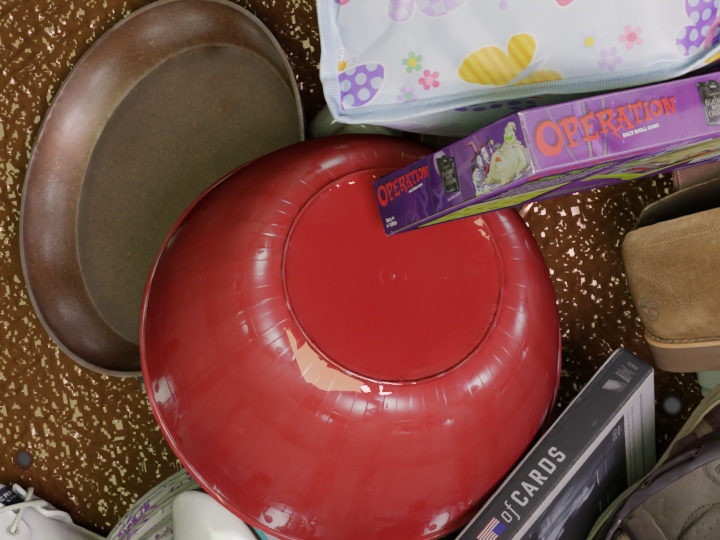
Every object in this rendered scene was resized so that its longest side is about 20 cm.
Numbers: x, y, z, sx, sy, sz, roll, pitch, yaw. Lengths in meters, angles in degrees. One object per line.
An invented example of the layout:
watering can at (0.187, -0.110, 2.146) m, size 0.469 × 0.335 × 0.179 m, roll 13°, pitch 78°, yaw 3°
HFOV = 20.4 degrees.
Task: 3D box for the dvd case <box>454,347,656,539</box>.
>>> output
dvd case at (0.072, 0.145, 0.949) m, size 0.025 × 0.150 × 0.200 m, roll 34°, pitch 71°, yaw 24°

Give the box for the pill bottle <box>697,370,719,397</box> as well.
pill bottle at (0.216, 0.124, 0.967) m, size 0.111 × 0.111 × 0.201 m, roll -7°, pitch 98°, yaw 18°

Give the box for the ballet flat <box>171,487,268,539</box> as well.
ballet flat at (-0.049, 0.195, 0.941) m, size 0.069 × 0.070 × 0.200 m, roll -13°, pitch 120°, yaw 19°

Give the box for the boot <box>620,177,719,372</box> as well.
boot at (0.203, -0.007, 0.878) m, size 0.200 × 0.074 × 0.076 m, roll -11°, pitch 112°, yaw 37°

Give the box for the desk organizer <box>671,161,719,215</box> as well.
desk organizer at (0.244, -0.076, 0.934) m, size 0.199 × 0.072 × 0.077 m, roll -8°, pitch 87°, yaw 18°

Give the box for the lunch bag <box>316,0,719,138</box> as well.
lunch bag at (0.094, -0.124, 0.855) m, size 0.199 × 0.170 × 0.128 m, roll -4°, pitch 92°, yaw 15°

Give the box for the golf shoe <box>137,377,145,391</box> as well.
golf shoe at (-0.026, 0.032, 1.043) m, size 0.199 × 0.077 × 0.088 m, roll 9°, pitch 96°, yaw 15°

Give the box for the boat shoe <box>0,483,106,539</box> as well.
boat shoe at (-0.203, 0.152, 1.117) m, size 0.199 × 0.074 × 0.067 m, roll 3°, pitch 104°, yaw 17°

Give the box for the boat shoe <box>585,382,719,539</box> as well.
boat shoe at (0.138, 0.131, 0.913) m, size 0.072 × 0.065 × 0.200 m, roll 39°, pitch 125°, yaw 12°

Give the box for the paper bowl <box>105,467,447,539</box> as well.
paper bowl at (-0.045, 0.182, 1.036) m, size 0.200 × 0.104 × 0.201 m, roll -4°, pitch 113°, yaw -10°

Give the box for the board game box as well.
board game box at (0.118, -0.056, 0.821) m, size 0.120 × 0.199 × 0.032 m, roll -14°, pitch 90°, yaw 61°

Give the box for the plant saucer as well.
plant saucer at (-0.096, -0.042, 1.031) m, size 0.200 × 0.034 × 0.201 m, roll -12°, pitch 72°, yaw 37°

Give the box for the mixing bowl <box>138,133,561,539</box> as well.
mixing bowl at (0.006, 0.018, 0.884) m, size 0.199 × 0.108 × 0.201 m, roll 3°, pitch 73°, yaw -9°

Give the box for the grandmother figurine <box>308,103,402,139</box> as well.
grandmother figurine at (0.000, 0.000, 0.996) m, size 0.121 × 0.061 × 0.201 m, roll -9°, pitch 65°, yaw 15°

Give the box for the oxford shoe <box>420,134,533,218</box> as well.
oxford shoe at (0.067, -0.088, 0.991) m, size 0.071 × 0.073 × 0.201 m, roll 22°, pitch 106°, yaw 12°
